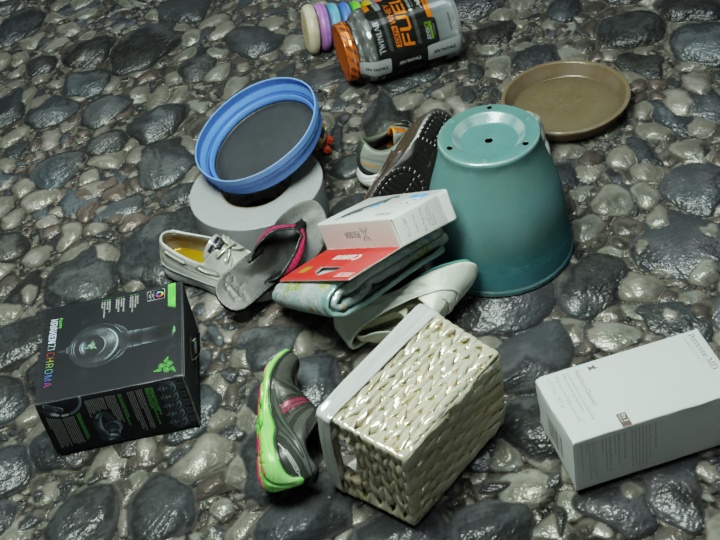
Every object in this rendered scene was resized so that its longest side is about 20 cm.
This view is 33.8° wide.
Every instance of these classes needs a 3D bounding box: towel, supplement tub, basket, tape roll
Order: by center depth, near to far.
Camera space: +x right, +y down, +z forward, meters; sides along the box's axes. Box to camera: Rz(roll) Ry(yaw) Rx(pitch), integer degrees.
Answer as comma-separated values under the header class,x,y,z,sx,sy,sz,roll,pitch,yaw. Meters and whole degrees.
class,x,y,z,sx,sy,sz,roll,pitch,yaw
basket,0.063,0.161,1.321,0.122,0.137,0.200,24,52,32
towel,0.000,0.000,1.538,0.198,0.049,0.171,-29,13,-23
tape roll,-0.145,-0.098,1.722,0.197,0.067,0.202,-8,41,7
supplement tub,0.059,-0.387,1.956,0.197,0.124,0.123,-19,41,-8

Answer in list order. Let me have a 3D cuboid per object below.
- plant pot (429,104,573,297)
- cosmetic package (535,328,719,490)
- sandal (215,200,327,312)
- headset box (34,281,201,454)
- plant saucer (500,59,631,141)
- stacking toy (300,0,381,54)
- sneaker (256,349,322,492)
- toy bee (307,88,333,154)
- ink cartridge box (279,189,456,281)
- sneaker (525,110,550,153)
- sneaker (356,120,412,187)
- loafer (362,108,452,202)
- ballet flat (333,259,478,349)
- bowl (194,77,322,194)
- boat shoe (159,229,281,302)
class,x,y,z,sx,sy,sz,roll,pitch,yaw
plant pot,0.177,-0.104,1.552,0.196,0.190,0.202,-6,40,6
cosmetic package,0.307,0.152,1.311,0.197,0.082,0.113,-19,39,-6
sandal,-0.112,-0.022,1.586,0.075,0.045,0.200,42,65,8
headset box,-0.293,0.119,1.490,0.196,0.094,0.175,-11,41,1
plant saucer,0.314,-0.258,1.817,0.196,0.030,0.202,-8,41,7
stacking toy,-0.001,-0.435,2.068,0.197,0.086,0.086,-11,40,-8
sneaker,-0.080,0.179,1.397,0.082,0.077,0.202,4,43,-8
toy bee,-0.100,-0.206,1.825,0.199,0.108,0.132,20,80,49
ink cartridge box,0.000,-0.044,1.509,0.175,0.045,0.199,-29,13,-27
sneaker,0.180,-0.167,1.709,0.198,0.082,0.075,-25,44,-13
sneaker,0.085,-0.187,1.756,0.197,0.080,0.074,-20,39,-11
loafer,0.065,-0.138,1.689,0.201,0.073,0.071,-54,18,-9
ballet flat,0.064,0.051,1.506,0.197,0.070,0.070,-20,40,2
bowl,-0.144,-0.193,1.711,0.198,0.040,0.203,-17,46,19
boat shoe,-0.192,-0.014,1.630,0.197,0.071,0.071,16,48,24
